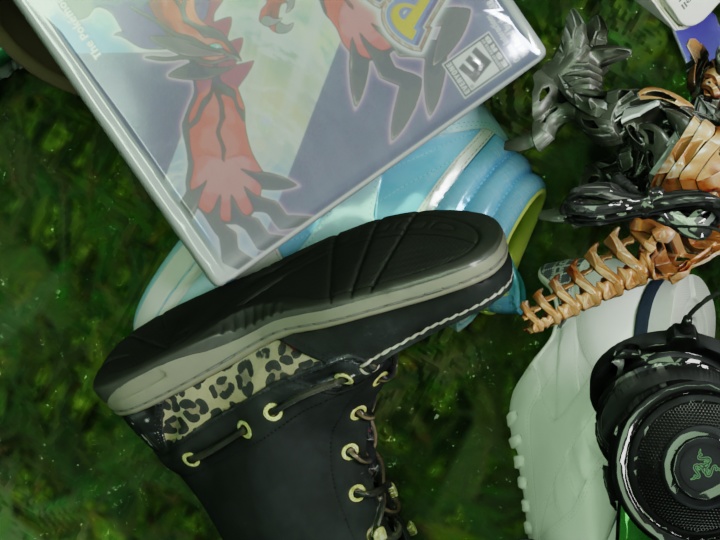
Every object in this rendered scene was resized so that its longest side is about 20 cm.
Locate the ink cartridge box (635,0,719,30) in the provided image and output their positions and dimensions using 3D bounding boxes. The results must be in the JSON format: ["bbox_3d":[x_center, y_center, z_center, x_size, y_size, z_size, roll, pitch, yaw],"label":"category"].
[{"bbox_3d":[0.114,-0.223,1.043,0.146,0.084,0.200,-47,54,1],"label":"ink cartridge box"}]

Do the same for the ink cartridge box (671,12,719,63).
[{"bbox_3d":[0.232,-0.158,1.081,0.200,0.043,0.198,-23,83,7],"label":"ink cartridge box"}]

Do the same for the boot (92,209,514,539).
[{"bbox_3d":[0.001,0.068,1.041,0.203,0.074,0.154,-21,112,23],"label":"boot"}]

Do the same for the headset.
[{"bbox_3d":[0.115,0.063,0.946,0.094,0.124,0.200,5,109,-3],"label":"headset"}]

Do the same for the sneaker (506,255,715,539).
[{"bbox_3d":[0.105,0.094,1.070,0.080,0.076,0.200,10,86,27],"label":"sneaker"}]

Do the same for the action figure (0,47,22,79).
[{"bbox_3d":[-0.172,-0.137,1.129,0.200,0.055,0.118,-45,82,-2],"label":"action figure"}]

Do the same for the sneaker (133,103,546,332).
[{"bbox_3d":[0.000,0.000,1.081,0.200,0.080,0.131,-43,80,3],"label":"sneaker"}]

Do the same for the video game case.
[{"bbox_3d":[-0.046,-0.125,1.030,0.182,0.023,0.200,-35,98,-5],"label":"video game case"}]

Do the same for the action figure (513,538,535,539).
[{"bbox_3d":[0.053,0.229,1.008,0.193,0.105,0.200,-29,79,42],"label":"action figure"}]

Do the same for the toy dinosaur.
[{"bbox_3d":[0.140,-0.050,1.013,0.136,0.200,0.102,24,128,46],"label":"toy dinosaur"}]

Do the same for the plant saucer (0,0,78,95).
[{"bbox_3d":[-0.091,-0.171,1.075,0.200,0.200,0.029,-42,41,2],"label":"plant saucer"}]
